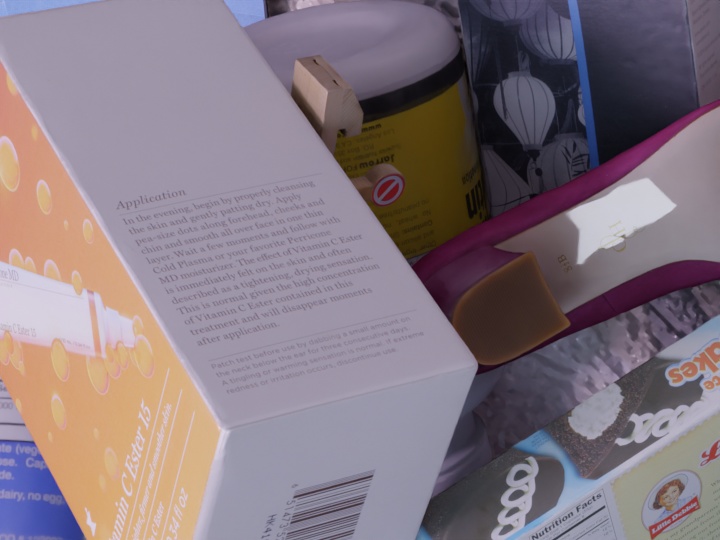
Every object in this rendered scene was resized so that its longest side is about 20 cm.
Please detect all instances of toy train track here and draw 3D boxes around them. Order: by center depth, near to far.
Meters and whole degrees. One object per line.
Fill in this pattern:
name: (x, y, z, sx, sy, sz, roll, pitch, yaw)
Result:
toy train track: (-0.017, 0.010, 0.904, 0.115, 0.032, 0.201, 48, 140, 41)

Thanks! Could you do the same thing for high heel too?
high heel: (0.104, -0.015, 0.907, 0.068, 0.199, 0.096, 61, 167, -9)

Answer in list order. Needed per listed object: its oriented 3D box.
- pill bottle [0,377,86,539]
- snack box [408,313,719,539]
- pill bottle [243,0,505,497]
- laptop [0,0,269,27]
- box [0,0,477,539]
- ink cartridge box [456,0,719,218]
pill bottle: (-0.134, 0.068, 0.968, 0.112, 0.112, 0.201, -10, 70, 33)
snack box: (0.116, 0.082, 0.893, 0.037, 0.199, 0.116, 49, 166, 40)
pill bottle: (0.000, 0.000, 0.983, 0.111, 0.112, 0.201, 2, 114, 29)
laptop: (-0.137, -0.035, 1.046, 0.186, 0.201, 0.116, 10, 156, 27)
box: (-0.060, 0.014, 0.844, 0.200, 0.097, 0.125, 56, 145, 35)
ink cartridge box: (0.088, -0.099, 0.930, 0.099, 0.039, 0.201, 2, 113, 30)
